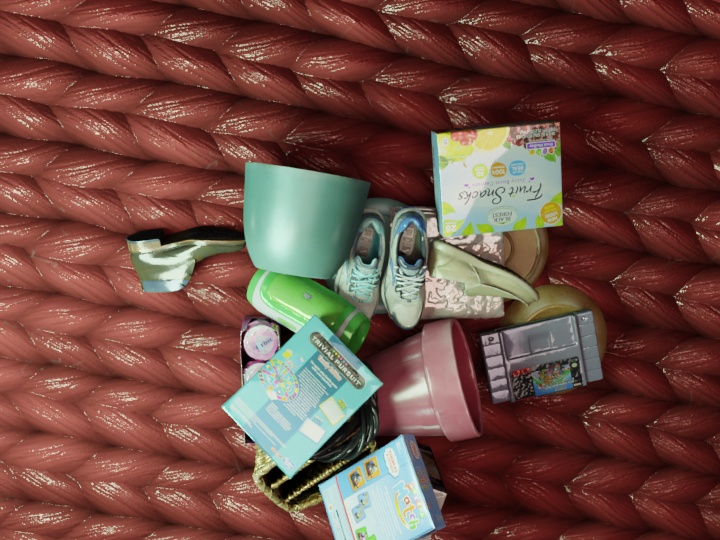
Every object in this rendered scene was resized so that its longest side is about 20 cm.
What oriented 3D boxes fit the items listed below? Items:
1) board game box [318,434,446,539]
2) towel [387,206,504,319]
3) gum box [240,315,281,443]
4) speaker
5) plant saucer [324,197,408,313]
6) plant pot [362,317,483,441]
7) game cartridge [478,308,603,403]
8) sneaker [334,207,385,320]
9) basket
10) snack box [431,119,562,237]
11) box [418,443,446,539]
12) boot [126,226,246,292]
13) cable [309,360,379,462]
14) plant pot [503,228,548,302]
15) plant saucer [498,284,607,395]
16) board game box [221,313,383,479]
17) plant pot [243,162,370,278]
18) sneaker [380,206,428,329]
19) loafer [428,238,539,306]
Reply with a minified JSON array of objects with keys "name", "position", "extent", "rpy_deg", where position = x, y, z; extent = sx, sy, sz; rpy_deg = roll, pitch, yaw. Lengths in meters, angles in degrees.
[{"name":"board game box","position":[0.030,0.372,1.470],"extent":[0.200,0.036,0.152],"rpy_deg":[-38,59,33]},{"name":"towel","position":[0.146,-0.011,1.560],"extent":[0.198,0.032,0.193],"rpy_deg":[0,100,-4]},{"name":"gum box","position":[-0.164,0.174,1.551],"extent":[0.066,0.114,0.202],"rpy_deg":[-2,99,-4]},{"name":"speaker","position":[-0.086,0.064,1.518],"extent":[0.199,0.088,0.089],"rpy_deg":[28,97,19]},{"name":"plant saucer","position":[0.030,-0.022,1.578],"extent":[0.199,0.027,0.202],"rpy_deg":[-1,100,-4]},{"name":"plant pot","position":[0.095,0.195,1.548],"extent":[0.178,0.200,0.201],"rpy_deg":[-14,101,14]},{"name":"game cartridge","position":[0.310,0.149,1.591],"extent":[0.199,0.038,0.131],"rpy_deg":[-13,97,-2]},{"name":"sneaker","position":[0.000,0.000,1.522],"extent":[0.077,0.086,0.202],"rpy_deg":[4,100,-5]},{"name":"basket","position":[-0.068,0.323,1.567],"extent":[0.199,0.149,0.143],"rpy_deg":[-32,100,0]},{"name":"snack box","position":[0.219,-0.148,1.491],"extent":[0.198,0.068,0.170],"rpy_deg":[-5,103,-4]},{"name":"box","position":[0.085,0.376,1.562],"extent":[0.060,0.200,0.117],"rpy_deg":[19,100,-6]},{"name":"boot","position":[-0.281,-0.017,1.540],"extent":[0.198,0.075,0.098],"rpy_deg":[-2,112,3]},{"name":"cable","position":[-0.071,0.220,1.467],"extent":[0.198,0.051,0.164],"rpy_deg":[-1,84,-3]},{"name":"plant pot","position":[0.229,-0.038,1.591],"extent":[0.198,0.027,0.202],"rpy_deg":[-1,100,-5]},{"name":"plant saucer","position":[0.340,0.126,1.623],"extent":[0.199,0.035,0.202],"rpy_deg":[-1,100,-4]},{"name":"board game box","position":[-0.088,0.192,1.421],"extent":[0.200,0.047,0.151],"rpy_deg":[-44,85,-7]},{"name":"plant pot","position":[-0.095,-0.075,1.464],"extent":[0.199,0.201,0.162],"rpy_deg":[9,94,-6]},{"name":"sneaker","position":[0.074,0.000,1.500],"extent":[0.076,0.085,0.202],"rpy_deg":[-1,99,-2]},{"name":"loafer","position":[0.197,0.015,1.519],"extent":[0.199,0.076,0.069],"rpy_deg":[26,98,-1]}]
